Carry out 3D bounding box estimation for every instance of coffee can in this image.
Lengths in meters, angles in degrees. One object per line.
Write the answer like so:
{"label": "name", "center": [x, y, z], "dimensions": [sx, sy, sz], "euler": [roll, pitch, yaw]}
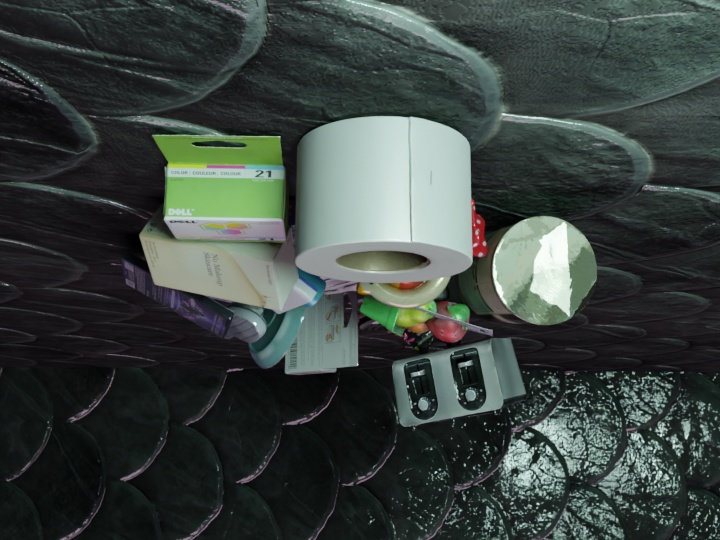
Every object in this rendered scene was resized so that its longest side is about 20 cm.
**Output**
{"label": "coffee can", "center": [0.230, 0.005, 1.182], "dimensions": [0.146, 0.147, 0.200], "euler": [2, 177, -7]}

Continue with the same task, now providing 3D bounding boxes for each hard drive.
{"label": "hard drive", "center": [-0.172, -0.011, 1.244], "dimensions": [0.200, 0.025, 0.132], "euler": [39, 153, -16]}

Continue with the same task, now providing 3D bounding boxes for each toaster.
{"label": "toaster", "center": [0.172, 0.187, 1.373], "dimensions": [0.181, 0.119, 0.200], "euler": [-15, 170, 24]}

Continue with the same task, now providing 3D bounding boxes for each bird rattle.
{"label": "bird rattle", "center": [0.070, -0.029, 1.116], "dimensions": [0.200, 0.163, 0.113], "euler": [11, -176, -6]}

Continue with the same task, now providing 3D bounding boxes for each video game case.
{"label": "video game case", "center": [-0.307, 0.044, 1.375], "dimensions": [0.200, 0.019, 0.143], "euler": [29, 158, -4]}

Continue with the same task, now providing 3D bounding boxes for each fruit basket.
{"label": "fruit basket", "center": [0.106, 0.060, 1.252], "dimensions": [0.200, 0.094, 0.185], "euler": [11, 174, 11]}

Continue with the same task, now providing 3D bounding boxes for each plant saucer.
{"label": "plant saucer", "center": [-0.152, 0.074, 1.461], "dimensions": [0.027, 0.200, 0.200], "euler": [22, 158, -27]}

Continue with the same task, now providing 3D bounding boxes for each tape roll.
{"label": "tape roll", "center": [0.026, -0.073, 0.936], "dimensions": [0.202, 0.139, 0.203], "euler": [0, 166, 0]}

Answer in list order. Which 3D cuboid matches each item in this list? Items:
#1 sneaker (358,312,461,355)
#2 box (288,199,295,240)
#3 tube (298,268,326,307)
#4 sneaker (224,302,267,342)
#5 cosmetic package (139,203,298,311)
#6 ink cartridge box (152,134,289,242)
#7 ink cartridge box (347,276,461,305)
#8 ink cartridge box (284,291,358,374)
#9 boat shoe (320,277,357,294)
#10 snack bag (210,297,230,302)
{"label": "sneaker", "center": [0.092, 0.106, 1.446], "dimensions": [0.200, 0.088, 0.074], "euler": [1, 168, -7]}
{"label": "box", "center": [-0.058, -0.058, 1.220], "dimensions": [0.200, 0.039, 0.137], "euler": [8, 165, -30]}
{"label": "tube", "center": [-0.146, -0.015, 1.283], "dimensions": [0.200, 0.050, 0.077], "euler": [36, 147, -20]}
{"label": "sneaker", "center": [-0.204, 0.078, 1.439], "dimensions": [0.073, 0.071, 0.200], "euler": [53, 157, -17]}
{"label": "cosmetic package", "center": [-0.195, -0.019, 1.148], "dimensions": [0.200, 0.073, 0.104], "euler": [11, 137, 16]}
{"label": "ink cartridge box", "center": [-0.164, -0.094, 0.989], "dimensions": [0.148, 0.076, 0.200], "euler": [1, 168, -3]}
{"label": "ink cartridge box", "center": [0.096, 0.019, 1.455], "dimensions": [0.200, 0.083, 0.147], "euler": [7, 166, -29]}
{"label": "ink cartridge box", "center": [-0.059, 0.080, 1.461], "dimensions": [0.176, 0.200, 0.045], "euler": [-10, 164, 39]}
{"label": "boat shoe", "center": [0.000, 0.000, 1.360], "dimensions": [0.200, 0.074, 0.065], "euler": [-7, 127, 44]}
{"label": "snack bag", "center": [-0.267, 0.027, 1.443], "dimensions": [0.200, 0.021, 0.188], "euler": [13, 168, -35]}
